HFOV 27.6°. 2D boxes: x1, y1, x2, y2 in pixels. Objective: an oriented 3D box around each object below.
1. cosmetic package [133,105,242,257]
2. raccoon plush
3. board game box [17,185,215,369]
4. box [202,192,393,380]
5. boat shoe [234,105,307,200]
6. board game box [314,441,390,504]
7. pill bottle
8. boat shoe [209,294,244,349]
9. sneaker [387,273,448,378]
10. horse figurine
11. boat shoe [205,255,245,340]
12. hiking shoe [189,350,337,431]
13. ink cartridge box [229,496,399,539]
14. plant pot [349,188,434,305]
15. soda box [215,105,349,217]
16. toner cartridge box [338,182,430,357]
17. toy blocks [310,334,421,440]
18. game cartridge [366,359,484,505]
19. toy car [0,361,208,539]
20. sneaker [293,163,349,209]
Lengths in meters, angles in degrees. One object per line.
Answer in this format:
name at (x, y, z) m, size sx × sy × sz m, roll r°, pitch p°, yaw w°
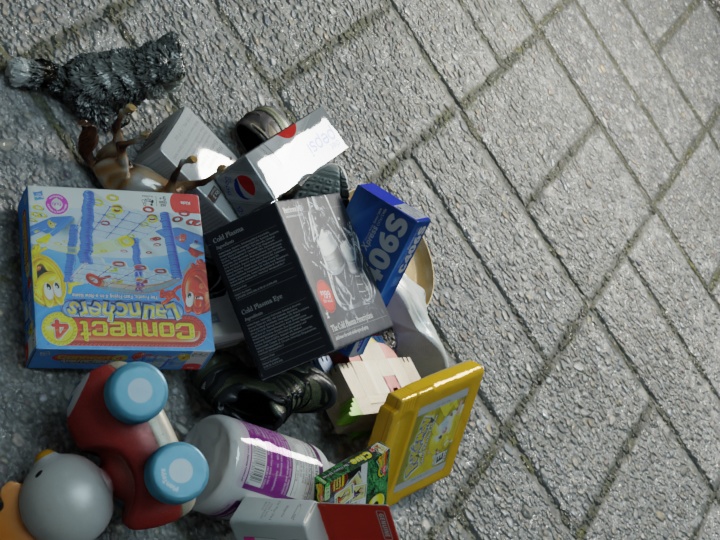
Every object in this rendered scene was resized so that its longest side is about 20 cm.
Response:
cosmetic package at (-0.187, -0.095, 1.832) m, size 0.200 × 0.074 × 0.102 m, roll 44°, pitch 40°, yaw -20°
raccoon plush at (-0.298, -0.231, 1.733) m, size 0.200 × 0.134 × 0.097 m, roll -8°, pitch 75°, yaw -52°
board game box at (-0.271, 0.009, 1.621) m, size 0.200 × 0.056 × 0.196 m, roll 2°, pitch 64°, yaw -23°
box at (-0.069, 0.014, 1.727) m, size 0.182 × 0.104 × 0.200 m, roll 67°, pitch 21°, yaw 2°
boat shoe at (-0.106, -0.124, 1.957) m, size 0.073 × 0.074 × 0.200 m, roll -27°, pitch 80°, yaw -43°
board game box at (-0.013, 0.303, 1.707) m, size 0.105 × 0.023 × 0.200 m, roll -27°, pitch 131°, yaw -40°
pill bottle at (-0.105, 0.242, 1.684) m, size 0.200 × 0.112 × 0.112 m, roll 25°, pitch 50°, yaw -39°
boat shoe at (-0.212, 0.069, 1.697) m, size 0.200 × 0.069 × 0.072 m, roll -13°, pitch 68°, yaw -35°
sneaker at (0.074, 0.068, 2.010) m, size 0.200 × 0.075 × 0.089 m, roll 63°, pitch 29°, yaw -28°
horse figurine at (-0.257, -0.115, 1.738) m, size 0.200 × 0.133 × 0.050 m, roll 32°, pitch 38°, yaw -18°
boat shoe at (-0.175, 0.019, 1.776) m, size 0.199 × 0.068 × 0.074 m, roll 36°, pitch 44°, yaw -30°
hiking shoe at (-0.106, 0.159, 1.746) m, size 0.200 × 0.076 × 0.101 m, roll 10°, pitch 36°, yaw -36°
ink cartridge box at (-0.033, 0.338, 1.602) m, size 0.044 × 0.174 × 0.200 m, roll -58°, pitch 140°, yaw -49°
plant pot at (0.028, -0.022, 2.076) m, size 0.200 × 0.027 × 0.200 m, roll 28°, pitch 47°, yaw -36°
soda box at (-0.097, -0.138, 1.854) m, size 0.068 × 0.063 × 0.200 m, roll 57°, pitch 37°, yaw -5°
toner cartridge box at (0.000, 0.000, 1.833) m, size 0.095 × 0.200 × 0.043 m, roll 33°, pitch 19°, yaw 22°
toy blocks at (0.005, 0.136, 1.911) m, size 0.200 × 0.100 × 0.137 m, roll -1°, pitch 57°, yaw -51°
game cartridge at (0.073, 0.215, 1.880) m, size 0.032 × 0.176 × 0.200 m, roll 29°, pitch 26°, yaw 27°
toy car at (-0.284, 0.205, 1.489) m, size 0.200 × 0.184 × 0.177 m, roll -26°, pitch 88°, yaw -25°
sneaker at (-0.063, -0.058, 1.884) m, size 0.074 × 0.200 × 0.087 m, roll 19°, pitch 32°, yaw -5°
